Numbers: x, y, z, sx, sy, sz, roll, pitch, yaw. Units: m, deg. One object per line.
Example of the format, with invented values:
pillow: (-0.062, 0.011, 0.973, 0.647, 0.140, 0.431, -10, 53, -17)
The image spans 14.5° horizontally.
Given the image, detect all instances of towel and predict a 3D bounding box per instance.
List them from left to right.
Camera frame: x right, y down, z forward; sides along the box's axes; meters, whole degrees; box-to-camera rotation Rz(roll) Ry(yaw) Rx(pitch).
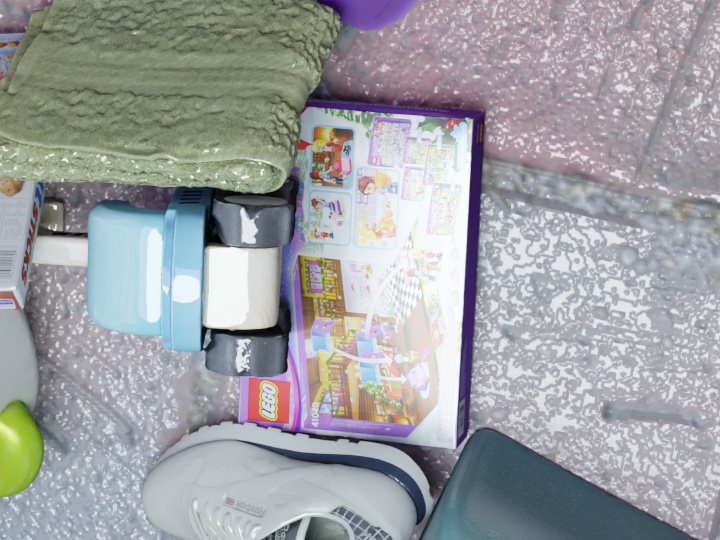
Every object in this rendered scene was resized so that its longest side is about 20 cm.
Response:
towel: (-0.118, -0.105, 1.637, 0.199, 0.149, 0.037, 3, 140, 19)

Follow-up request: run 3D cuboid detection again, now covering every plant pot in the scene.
plant pot: (0.094, 0.239, 1.626, 0.195, 0.200, 0.197, 28, 105, 6)

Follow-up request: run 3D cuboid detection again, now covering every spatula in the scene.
spatula: (-0.051, -0.192, 1.628, 0.200, 0.021, 0.057, 27, 127, -22)

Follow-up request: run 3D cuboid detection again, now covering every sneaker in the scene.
sneaker: (-0.057, 0.144, 1.680, 0.200, 0.081, 0.077, -3, 127, 35)

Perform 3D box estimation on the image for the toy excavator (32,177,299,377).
toy excavator: (-0.137, -0.011, 1.655, 0.199, 0.194, 0.100, 4, 101, -1)

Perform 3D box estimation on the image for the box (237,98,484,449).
box: (0.000, 0.000, 1.689, 0.136, 0.039, 0.201, 6, 101, 13)

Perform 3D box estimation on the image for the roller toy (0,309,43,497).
roller toy: (-0.300, 0.063, 1.689, 0.200, 0.140, 0.183, 1, 115, 34)

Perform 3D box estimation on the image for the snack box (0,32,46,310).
snack box: (-0.220, -0.061, 1.661, 0.072, 0.200, 0.024, -2, 141, 8)
